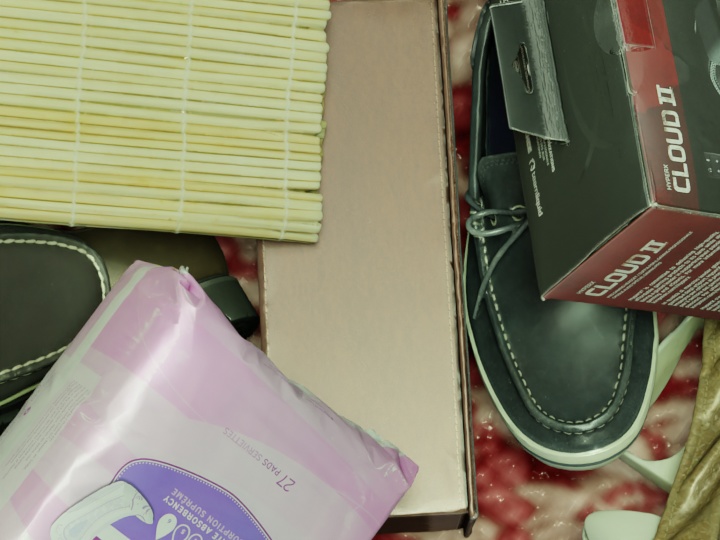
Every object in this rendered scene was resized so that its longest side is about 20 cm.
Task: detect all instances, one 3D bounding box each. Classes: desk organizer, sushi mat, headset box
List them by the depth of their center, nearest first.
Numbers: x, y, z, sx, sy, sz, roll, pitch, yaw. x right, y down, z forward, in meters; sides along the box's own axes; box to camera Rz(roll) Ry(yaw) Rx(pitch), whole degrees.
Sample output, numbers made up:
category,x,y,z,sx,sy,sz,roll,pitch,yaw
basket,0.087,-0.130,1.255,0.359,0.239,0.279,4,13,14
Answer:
category,x,y,z,sx,sy,sz,roll,pitch,yaw
sushi mat,-0.097,-0.063,0.869,0.199,0.012,0.097,4,84,-30
headset box,0.137,-0.062,0.906,0.198,0.077,0.150,6,61,-28
desk organizer,0.000,0.000,0.949,0.076,0.072,0.202,-3,79,0

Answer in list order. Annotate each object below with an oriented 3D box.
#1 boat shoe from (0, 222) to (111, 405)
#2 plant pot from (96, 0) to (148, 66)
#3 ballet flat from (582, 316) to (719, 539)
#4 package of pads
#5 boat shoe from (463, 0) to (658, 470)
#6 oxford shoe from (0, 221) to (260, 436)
category,x,y,z,sx,sy,sz,roll,pitch,yaw
boat shoe,-0.166,0.025,0.841,0.199,0.065,0.074,-14,94,-33
plant pot,-0.154,-0.136,0.941,0.140,0.141,0.201,-21,90,-6
ballet flat,0.125,0.081,0.935,0.072,0.068,0.201,8,67,22
package of pads,-0.085,0.107,0.839,0.120,0.076,0.201,40,82,-23
boat shoe,0.073,-0.024,0.946,0.074,0.062,0.202,-4,71,8
oxford shoe,-0.145,0.028,0.942,0.199,0.073,0.085,-24,78,-19
